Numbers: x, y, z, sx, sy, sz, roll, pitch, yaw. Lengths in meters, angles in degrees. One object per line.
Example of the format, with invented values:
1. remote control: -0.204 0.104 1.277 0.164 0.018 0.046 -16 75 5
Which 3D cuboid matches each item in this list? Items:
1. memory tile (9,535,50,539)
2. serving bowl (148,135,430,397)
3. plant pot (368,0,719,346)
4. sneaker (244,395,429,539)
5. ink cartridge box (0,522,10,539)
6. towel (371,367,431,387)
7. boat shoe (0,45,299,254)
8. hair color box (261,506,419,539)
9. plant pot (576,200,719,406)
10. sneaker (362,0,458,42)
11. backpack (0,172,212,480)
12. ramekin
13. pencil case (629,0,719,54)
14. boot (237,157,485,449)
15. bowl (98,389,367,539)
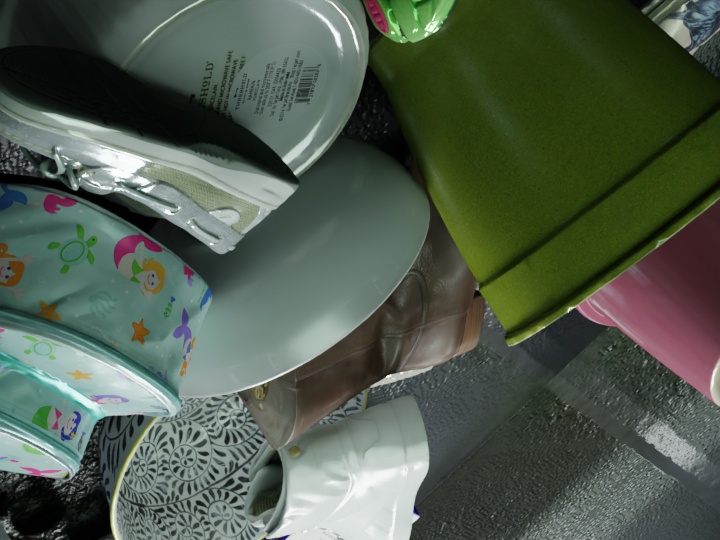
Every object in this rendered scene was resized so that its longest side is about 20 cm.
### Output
1. memory tile: -0.166 0.208 1.271 0.200 0.153 0.017 17 81 -46
2. serving bowl: -0.061 -0.017 1.069 0.200 0.200 0.066 -33 119 -2
3. plant pot: 0.110 -0.093 1.072 0.200 0.193 0.200 -37 179 -1
4. sneaker: -0.025 0.150 1.219 0.116 0.074 0.200 -12 150 -13
5. ink cartridge box: -0.261 0.183 1.106 0.094 0.200 0.044 -41 150 7
6. towel: 0.011 0.017 1.276 0.132 0.034 0.200 -15 139 -24
7. boat shoe: -0.113 -0.054 0.897 0.065 0.074 0.202 -52 147 15
8. hair color box: -0.064 0.220 1.417 0.200 0.065 0.109 -43 143 8
9. plant pot: 0.257 -0.004 1.323 0.200 0.179 0.200 -21 142 -18
10. sneaker: 0.050 -0.218 0.969 0.084 0.077 0.200 0 103 -54
11. backpack: -0.187 0.025 0.962 0.200 0.151 0.178 -1 155 32
12. ramekin: -0.090 -0.121 0.988 0.200 0.105 0.200 -21 141 -18
13. pencil case: 0.161 -0.136 1.186 0.200 0.078 0.089 -44 162 11
14. boot: 0.000 0.000 1.134 0.200 0.064 0.186 -20 115 -41
15. bowl: -0.102 0.094 1.213 0.201 0.094 0.201 -28 142 -24
